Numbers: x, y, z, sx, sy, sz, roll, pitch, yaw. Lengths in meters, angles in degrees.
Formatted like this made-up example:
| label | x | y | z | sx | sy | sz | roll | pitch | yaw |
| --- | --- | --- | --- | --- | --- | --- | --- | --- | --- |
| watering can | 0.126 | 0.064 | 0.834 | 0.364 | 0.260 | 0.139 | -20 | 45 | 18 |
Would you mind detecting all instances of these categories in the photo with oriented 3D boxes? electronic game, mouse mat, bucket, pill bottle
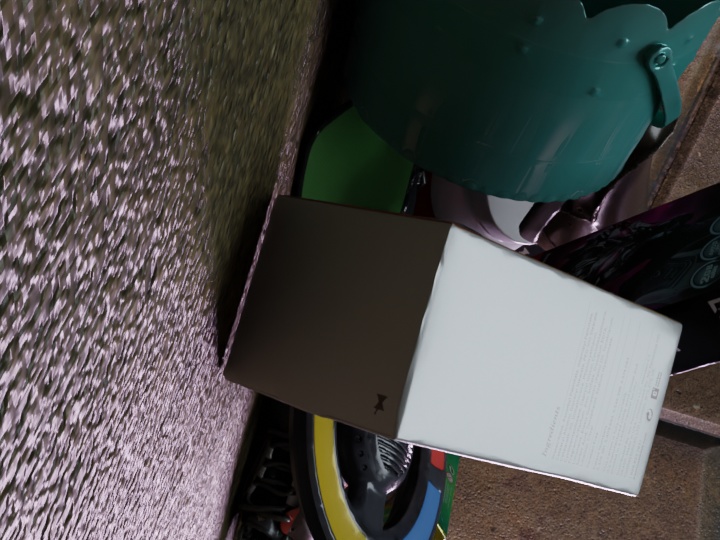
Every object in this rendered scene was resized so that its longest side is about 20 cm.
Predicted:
| label | x | y | z | sx | sy | sz | roll | pitch | yaw |
| --- | --- | --- | --- | --- | --- | --- | --- | --- | --- |
| electronic game | 0.011 | 0.111 | 0.807 | 0.200 | 0.041 | 0.201 | 22 | 65 | -58 |
| mouse mat | -0.004 | -0.038 | 0.750 | 0.161 | 0.008 | 0.201 | -43 | 156 | -46 |
| bucket | 0.090 | -0.145 | 0.647 | 0.208 | 0.206 | 0.135 | -70 | -179 | -48 |
| pill bottle | 0.089 | -0.071 | 1.026 | 0.200 | 0.112 | 0.113 | 11 | -96 | 62 |

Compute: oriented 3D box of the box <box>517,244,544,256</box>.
| label | x | y | z | sx | sy | sz | roll | pitch | yaw |
| --- | --- | --- | --- | --- | --- | --- | --- | --- | --- |
| box | 0.123 | -0.073 | 1.248 | 0.200 | 0.149 | 0.107 | -36 | -168 | 21 |

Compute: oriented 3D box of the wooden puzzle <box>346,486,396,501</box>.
| label | x | y | z | sx | sy | sz | roll | pitch | yaw |
| --- | --- | --- | --- | --- | --- | --- | --- | --- | --- |
| wooden puzzle | 0.023 | 0.093 | 1.009 | 0.200 | 0.046 | 0.185 | -47 | -159 | -15 |

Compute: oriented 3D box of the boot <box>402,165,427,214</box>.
| label | x | y | z | sx | sy | sz | roll | pitch | yaw |
| --- | --- | --- | --- | --- | --- | --- | --- | --- | --- |
| boot | 0.001 | 0.001 | 0.923 | 0.163 | 0.073 | 0.199 | 91 | 16 | -70 |

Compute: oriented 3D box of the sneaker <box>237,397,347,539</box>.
| label | x | y | z | sx | sy | sz | roll | pitch | yaw |
| --- | --- | --- | --- | --- | --- | --- | --- | --- | --- |
| sneaker | -0.047 | 0.150 | 0.850 | 0.082 | 0.077 | 0.201 | -38 | 140 | -59 |

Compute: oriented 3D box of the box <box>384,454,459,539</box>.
| label | x | y | z | sx | sy | sz | roll | pitch | yaw |
| --- | --- | --- | --- | --- | --- | --- | --- | --- | --- |
| box | -0.020 | 0.199 | 0.989 | 0.049 | 0.199 | 0.117 | 58 | 21 | -17 |

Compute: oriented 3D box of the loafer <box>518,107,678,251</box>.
| label | x | y | z | sx | sy | sz | roll | pitch | yaw |
| --- | --- | --- | --- | --- | --- | --- | --- | --- | --- |
| loafer | 0.172 | -0.059 | 0.813 | 0.073 | 0.071 | 0.200 | -50 | 174 | -19 |

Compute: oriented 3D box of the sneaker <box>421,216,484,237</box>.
| label | x | y | z | sx | sy | sz | roll | pitch | yaw |
| --- | --- | --- | --- | --- | --- | --- | --- | --- | --- |
| sneaker | 0.063 | 0.046 | 0.810 | 0.200 | 0.077 | 0.113 | 40 | 41 | -52 |

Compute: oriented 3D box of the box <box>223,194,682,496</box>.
| label | x | y | z | sx | sy | sz | roll | pitch | yaw |
| --- | --- | --- | --- | --- | --- | --- | --- | --- | --- |
| box | 0.052 | 0.041 | 0.615 | 0.199 | 0.124 | 0.098 | 20 | 85 | -44 |

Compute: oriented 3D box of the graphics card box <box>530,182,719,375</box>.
| label | x | y | z | sx | sy | sz | roll | pitch | yaw |
| --- | --- | --- | --- | --- | --- | --- | --- | --- | --- |
| graphics card box | 0.166 | 0.017 | 0.737 | 0.199 | 0.051 | 0.126 | -22 | -157 | 43 |
